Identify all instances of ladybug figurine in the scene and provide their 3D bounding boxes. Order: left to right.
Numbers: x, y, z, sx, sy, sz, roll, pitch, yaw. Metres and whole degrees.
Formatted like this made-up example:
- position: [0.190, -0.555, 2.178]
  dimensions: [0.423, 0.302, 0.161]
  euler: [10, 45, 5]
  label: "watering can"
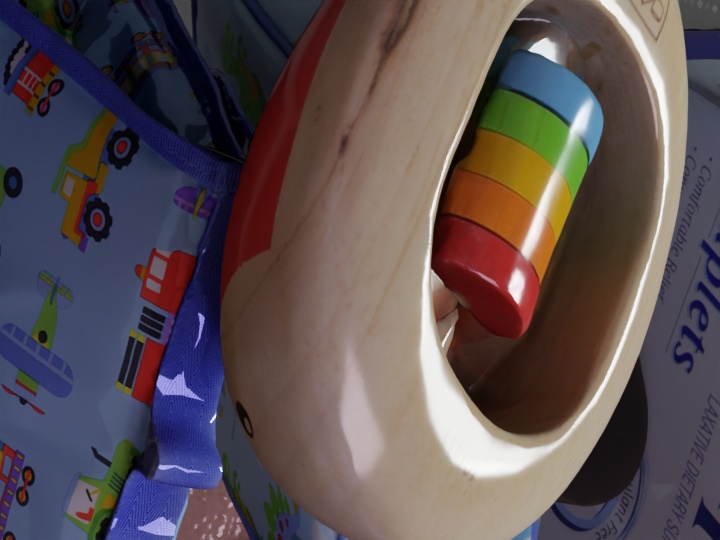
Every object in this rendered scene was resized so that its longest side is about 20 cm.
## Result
- position: [0.022, -0.019, 0.767]
  dimensions: [0.136, 0.072, 0.200]
  euler: [52, 52, -38]
  label: "ladybug figurine"

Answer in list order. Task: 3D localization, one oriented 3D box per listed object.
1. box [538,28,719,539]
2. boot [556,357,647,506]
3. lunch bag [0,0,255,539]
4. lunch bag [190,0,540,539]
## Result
- position: [0.149, 0.041, 1.000]
  dimensions: [0.105, 0.200, 0.185]
  euler: [-3, 119, -39]
  label: "box"
- position: [0.044, -0.025, 0.989]
  dimensions: [0.073, 0.075, 0.201]
  euler: [-6, 95, -38]
  label: "boot"
- position: [-0.089, 0.003, 0.851]
  dimensions: [0.094, 0.200, 0.151]
  euler: [7, 114, -32]
  label: "lunch bag"
- position: [0.000, 0.000, 0.926]
  dimensions: [0.082, 0.161, 0.201]
  euler: [-11, 125, -19]
  label: "lunch bag"
